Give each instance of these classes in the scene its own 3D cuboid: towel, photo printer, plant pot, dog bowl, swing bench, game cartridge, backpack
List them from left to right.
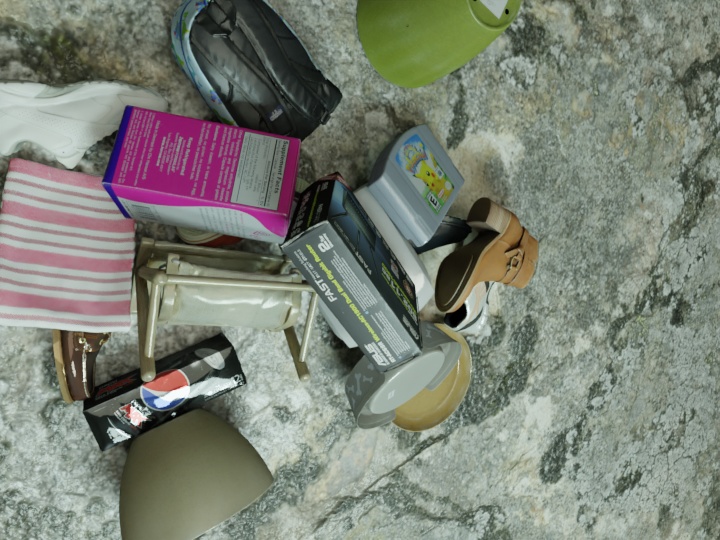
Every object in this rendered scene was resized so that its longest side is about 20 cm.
[{"bbox_3d":[-0.338,-0.029,0.616,0.145,0.030,0.202,6,66,-29],"label":"towel"},{"bbox_3d":[-0.233,0.266,0.709,0.199,0.200,0.135,-22,83,-22],"label":"plant pot"},{"bbox_3d":[-0.173,0.036,0.665,0.198,0.200,0.131,5,107,-29],"label":"swing bench"},{"bbox_3d":[-0.144,-0.254,0.669,0.163,0.154,0.200,-47,142,-4],"label":"backpack"},{"bbox_3d":[0.000,0.000,0.774,0.166,0.069,0.201,-32,91,1],"label":"photo printer"},{"bbox_3d":[0.062,0.159,0.819,0.199,0.059,0.201,-28,148,-20],"label":"dog bowl"},{"bbox_3d":[0.087,-0.140,0.801,0.133,0.040,0.200,48,43,-12],"label":"game cartridge"},{"bbox_3d":[0.114,0.189,0.953,0.199,0.027,0.202,-6,104,-26],"label":"plant pot"},{"bbox_3d":[0.121,-0.367,0.744,0.186,0.200,0.189,-6,103,-26],"label":"plant pot"}]

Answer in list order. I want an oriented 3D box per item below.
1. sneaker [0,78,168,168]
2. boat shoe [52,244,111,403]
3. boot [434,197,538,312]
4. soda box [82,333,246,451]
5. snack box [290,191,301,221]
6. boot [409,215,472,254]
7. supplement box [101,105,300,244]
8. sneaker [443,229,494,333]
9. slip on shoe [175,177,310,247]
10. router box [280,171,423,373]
[{"bbox_3d":[-0.329,-0.173,0.625,0.198,0.078,0.100,-7,110,-17],"label":"sneaker"},{"bbox_3d":[-0.345,0.065,0.658,0.070,0.070,0.202,-6,103,-21],"label":"boat shoe"},{"bbox_3d":[0.214,0.000,0.860,0.154,0.074,0.201,30,86,-34],"label":"boot"},{"bbox_3d":[-0.263,0.160,0.721,0.199,0.071,0.064,-24,109,-22],"label":"soda box"},{"bbox_3d":[-0.136,-0.088,0.697,0.199,0.024,0.072,23,64,-3],"label":"snack box"},{"bbox_3d":[0.081,-0.014,0.863,0.199,0.076,0.170,7,93,-22],"label":"boot"},{"bbox_3d":[-0.176,-0.107,0.625,0.198,0.101,0.104,11,73,-7],"label":"supplement box"},{"bbox_3d":[0.194,0.016,0.923,0.080,0.073,0.202,-1,100,-47],"label":"sneaker"},{"bbox_3d":[-0.156,-0.080,0.737,0.199,0.061,0.074,-24,72,-21],"label":"slip on shoe"},{"bbox_3d":[-0.003,-0.002,0.630,0.062,0.150,0.200,-28,115,18],"label":"router box"}]
